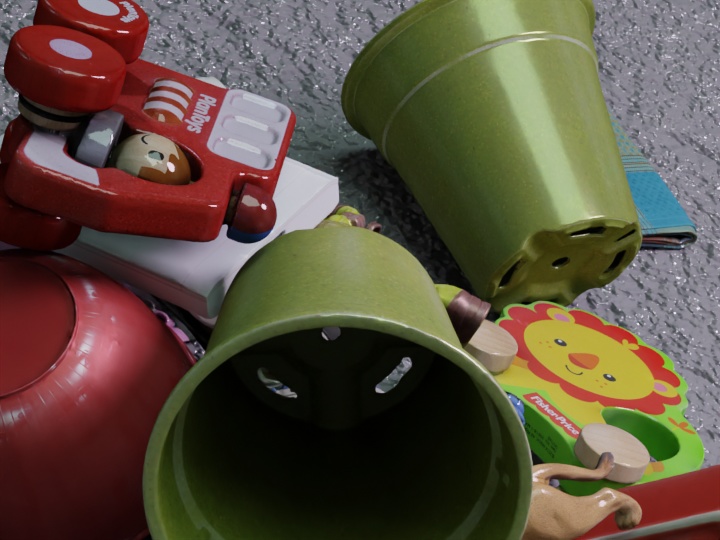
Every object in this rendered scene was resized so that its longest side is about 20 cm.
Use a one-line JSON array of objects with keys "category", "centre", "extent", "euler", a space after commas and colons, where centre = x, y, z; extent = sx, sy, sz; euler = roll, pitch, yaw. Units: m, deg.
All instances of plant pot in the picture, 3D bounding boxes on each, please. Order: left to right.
[{"category": "plant pot", "centre": [-0.014, 0.070, 1.279], "extent": [0.199, 0.201, 0.185], "euler": [17, 25, -10]}, {"category": "plant pot", "centre": [0.111, -0.077, 1.681], "extent": [0.199, 0.200, 0.191], "euler": [-4, 57, -33]}]

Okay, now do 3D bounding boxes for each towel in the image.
[{"category": "towel", "centre": [0.161, -0.087, 1.837], "extent": [0.146, 0.022, 0.200], "euler": [-2, 43, -32]}]

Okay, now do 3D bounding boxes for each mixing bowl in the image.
[{"category": "mixing bowl", "centre": [-0.190, 0.062, 1.316], "extent": [0.199, 0.109, 0.201], "euler": [-4, 52, 6]}]

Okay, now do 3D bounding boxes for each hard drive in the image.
[{"category": "hard drive", "centre": [-0.131, -0.048, 1.426], "extent": [0.199, 0.026, 0.132], "euler": [23, 45, 27]}]

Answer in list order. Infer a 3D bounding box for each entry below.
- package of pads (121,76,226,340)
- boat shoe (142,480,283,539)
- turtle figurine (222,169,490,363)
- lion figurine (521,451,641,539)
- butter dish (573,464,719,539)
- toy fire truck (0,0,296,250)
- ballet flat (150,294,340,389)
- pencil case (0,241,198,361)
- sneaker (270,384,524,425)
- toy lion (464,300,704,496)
[{"category": "package of pads", "centre": [-0.120, -0.044, 1.586], "extent": [0.154, 0.068, 0.200], "euler": [-10, 50, -36]}, {"category": "boat shoe", "centre": [-0.108, 0.145, 1.346], "extent": [0.199, 0.091, 0.071], "euler": [23, 37, -3]}, {"category": "turtle figurine", "centre": [0.000, 0.000, 1.446], "extent": [0.161, 0.065, 0.200], "euler": [33, 27, -1]}, {"category": "lion figurine", "centre": [0.075, 0.173, 1.298], "extent": [0.122, 0.072, 0.201], "euler": [34, 70, -41]}, {"category": "butter dish", "centre": [0.192, 0.233, 1.359], "extent": [0.148, 0.199, 0.201], "euler": [37, 46, -43]}, {"category": "toy fire truck", "centre": [-0.122, -0.073, 1.342], "extent": [0.167, 0.113, 0.200], "euler": [17, 24, -3]}, {"category": "ballet flat", "centre": [-0.070, 0.039, 1.471], "extent": [0.200, 0.068, 0.068], "euler": [36, 8, -29]}, {"category": "pencil case", "centre": [-0.193, 0.010, 1.466], "extent": [0.200, 0.088, 0.087], "euler": [41, 40, 22]}, {"category": "sneaker", "centre": [0.005, 0.116, 1.456], "extent": [0.198, 0.077, 0.086], "euler": [0, 73, -4]}, {"category": "toy lion", "centre": [0.153, 0.088, 1.578], "extent": [0.191, 0.069, 0.200], "euler": [-6, 36, -44]}]
